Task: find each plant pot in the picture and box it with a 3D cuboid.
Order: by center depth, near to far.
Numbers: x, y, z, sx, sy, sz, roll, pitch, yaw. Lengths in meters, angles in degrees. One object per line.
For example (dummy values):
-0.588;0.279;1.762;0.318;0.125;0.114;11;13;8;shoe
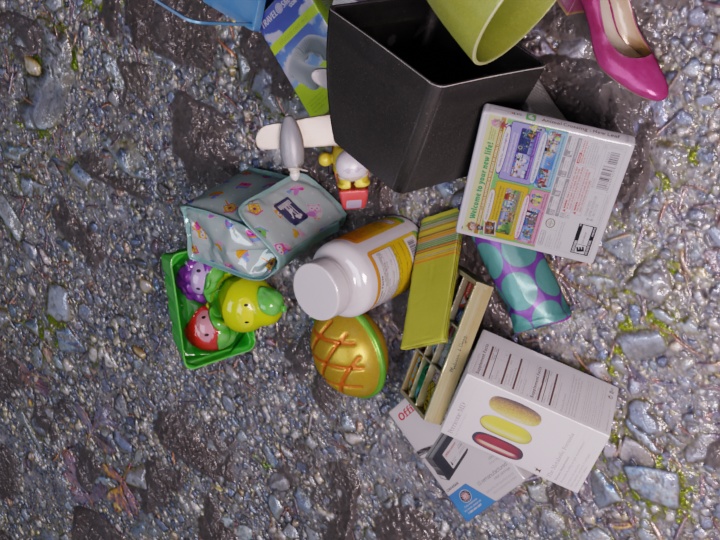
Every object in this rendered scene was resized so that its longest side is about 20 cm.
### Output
0.123;-0.372;1.355;0.200;0.187;0.187;44;130;12;plant pot
0.071;-0.213;1.472;0.200;0.199;0.178;42;131;30;plant pot

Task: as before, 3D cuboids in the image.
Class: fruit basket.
-0.226;0.054;1.945;0.215;0.155;0.217;33;131;48;fruit basket

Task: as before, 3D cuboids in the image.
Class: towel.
0.102;0.011;1.638;0.086;0.018;0.201;-17;55;47;towel

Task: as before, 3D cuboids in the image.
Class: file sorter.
-0.210;-0.461;1.694;0.139;0.122;0.201;37;123;40;file sorter

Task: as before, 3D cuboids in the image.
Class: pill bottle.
0.000;0.000;1.679;0.111;0.200;0.112;16;117;35;pill bottle

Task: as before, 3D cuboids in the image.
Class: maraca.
-0.026;0.101;1.806;0.137;0.107;0.201;-23;91;45;maraca

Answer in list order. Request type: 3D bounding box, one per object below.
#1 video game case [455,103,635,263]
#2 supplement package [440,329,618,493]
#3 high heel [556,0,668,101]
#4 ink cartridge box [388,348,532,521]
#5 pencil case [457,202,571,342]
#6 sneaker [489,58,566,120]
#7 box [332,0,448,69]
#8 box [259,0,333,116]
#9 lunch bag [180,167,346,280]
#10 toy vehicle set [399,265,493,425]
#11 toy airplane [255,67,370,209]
0.221;-0.103;1.454;0.181;0.022;0.201;13;136;4;video game case
0.224;0.186;1.579;0.199;0.110;0.114;23;124;5;supplement package
0.309;-0.294;1.387;0.201;0.067;0.096;60;145;22;high heel
0.156;0.237;1.721;0.200;0.084;0.145;53;131;12;ink cartridge box
0.204;-0.014;1.579;0.092;0.085;0.201;167;79;-88;pencil case
0.207;-0.165;1.525;0.114;0.072;0.201;-40;70;41;sneaker
0.047;-0.329;1.615;0.200;0.039;0.042;31;123;28;box
-0.070;-0.330;1.709;0.122;0.048;0.201;-35;84;44;box
-0.143;-0.071;1.793;0.199;0.170;0.123;15;124;36;lunch bag
0.115;0.097;1.626;0.124;0.026;0.201;-140;69;-71;toy vehicle set
-0.012;-0.183;1.625;0.199;0.141;0.200;36;119;-28;toy airplane
